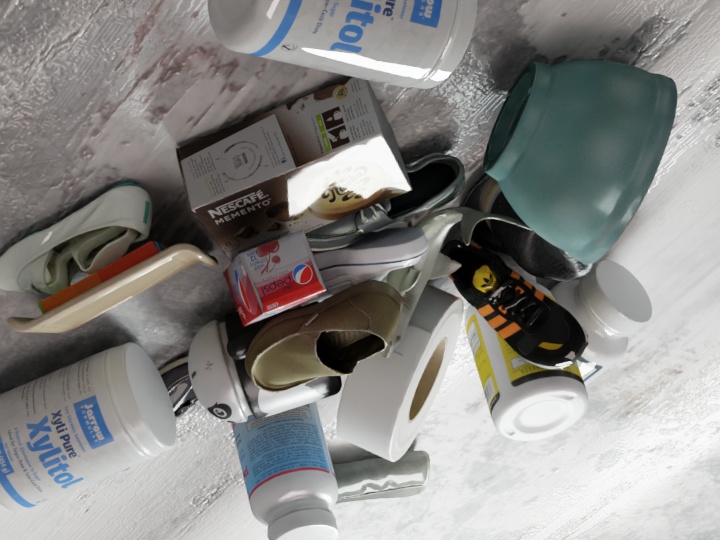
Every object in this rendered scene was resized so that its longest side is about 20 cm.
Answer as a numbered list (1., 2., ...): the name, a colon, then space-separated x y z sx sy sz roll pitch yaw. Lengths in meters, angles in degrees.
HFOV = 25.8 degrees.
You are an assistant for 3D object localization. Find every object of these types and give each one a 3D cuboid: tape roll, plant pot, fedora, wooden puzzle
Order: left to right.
1. wooden puzzle: -0.247 0.014 1.588 0.199 0.037 0.185 -23 177 -1
2. tape roll: 0.046 0.110 1.777 0.070 0.203 0.203 23 147 14
3. fedora: 0.207 -0.048 1.713 0.199 0.092 0.201 -11 145 -8
4. plant pot: 0.203 -0.125 1.545 0.134 0.201 0.201 24 135 -8

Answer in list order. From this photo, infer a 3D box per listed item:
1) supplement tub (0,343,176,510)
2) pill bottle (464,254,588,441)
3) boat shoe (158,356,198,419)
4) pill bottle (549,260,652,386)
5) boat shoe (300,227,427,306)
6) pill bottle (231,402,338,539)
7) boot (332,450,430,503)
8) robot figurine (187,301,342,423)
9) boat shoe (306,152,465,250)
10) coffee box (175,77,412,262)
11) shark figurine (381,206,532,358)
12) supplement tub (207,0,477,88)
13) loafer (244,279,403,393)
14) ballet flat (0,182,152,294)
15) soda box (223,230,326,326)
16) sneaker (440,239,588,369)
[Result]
1. supplement tub: -0.322 0.175 1.759 0.199 0.132 0.132 -23 145 10
2. pill bottle: 0.180 0.082 1.789 0.111 0.201 0.112 -9 144 -7
3. boat shoe: -0.230 0.169 1.862 0.200 0.063 0.072 -37 141 27
4. pill bottle: 0.251 0.081 1.892 0.119 0.120 0.200 14 135 -37
5. boat shoe: 0.000 0.000 1.651 0.073 0.066 0.199 -28 -168 -40
6. pill bottle: -0.088 0.238 1.897 0.108 0.201 0.109 -11 145 -8
7. boot: -0.002 0.268 2.092 0.199 0.073 0.182 0 157 -12
8. robot figurine: -0.093 0.098 1.763 0.199 0.125 0.151 -17 120 -1
9. boat shoe: 0.014 -0.075 1.601 0.199 0.073 0.062 -17 173 -12
10. coffee box: -0.064 -0.098 1.539 0.199 0.080 0.113 -21 149 7
11. shark figurine: 0.084 -0.017 1.655 0.089 0.129 0.215 14 132 -33
12. supplement tub: -0.016 -0.233 1.328 0.199 0.132 0.132 7 139 -31
13. loafer: -0.044 0.077 1.629 0.200 0.068 0.076 -33 122 29
14. ballet flat: -0.290 -0.016 1.574 0.199 0.070 0.069 -30 144 19
15. soda box: -0.088 0.010 1.558 0.070 0.064 0.200 -21 178 -10
16. sneaker: 0.157 0.034 1.696 0.070 0.200 0.090 -50 138 2
